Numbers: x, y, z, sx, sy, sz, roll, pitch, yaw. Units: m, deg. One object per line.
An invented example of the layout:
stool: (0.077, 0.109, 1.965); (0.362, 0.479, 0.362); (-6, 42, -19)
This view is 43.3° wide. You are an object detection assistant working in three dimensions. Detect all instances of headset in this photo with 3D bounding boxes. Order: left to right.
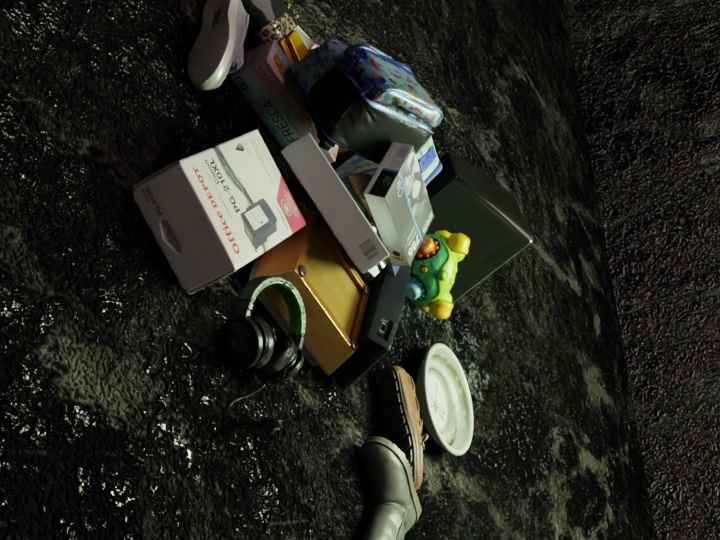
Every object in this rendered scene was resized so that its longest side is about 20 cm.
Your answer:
headset: (-0.114, 0.104, 1.146); (0.123, 0.093, 0.201); (38, 60, -48)

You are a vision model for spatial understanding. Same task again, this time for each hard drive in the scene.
hard drive: (0.013, 0.078, 1.379); (0.042, 0.135, 0.201); (35, 37, -13)

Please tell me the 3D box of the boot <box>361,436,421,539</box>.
boot: (0.022, 0.368, 1.318); (0.183, 0.072, 0.200); (63, 35, -17)

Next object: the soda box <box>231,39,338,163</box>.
soda box: (-0.109, -0.244, 1.374); (0.200, 0.068, 0.064); (54, 30, -35)

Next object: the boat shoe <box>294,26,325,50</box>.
boat shoe: (-0.073, -0.349, 1.498); (0.200, 0.069, 0.071); (55, 31, -30)

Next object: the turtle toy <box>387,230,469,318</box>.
turtle toy: (0.103, -0.005, 1.554); (0.100, 0.200, 0.147); (14, 92, -16)

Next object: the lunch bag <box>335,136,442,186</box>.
lunch bag: (0.046, -0.162, 1.528); (0.083, 0.160, 0.200); (69, 26, -16)

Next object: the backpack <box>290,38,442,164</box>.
backpack: (0.000, -0.258, 1.319); (0.182, 0.135, 0.201); (17, 35, -45)

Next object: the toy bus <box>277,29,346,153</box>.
toy bus: (-0.074, -0.285, 1.447); (0.065, 0.078, 0.201); (-65, 138, -53)

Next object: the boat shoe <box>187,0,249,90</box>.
boat shoe: (-0.191, -0.312, 1.265); (0.069, 0.072, 0.201); (48, 28, -42)

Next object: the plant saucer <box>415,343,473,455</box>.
plant saucer: (0.141, 0.233, 1.627); (0.200, 0.050, 0.201); (39, 44, -50)

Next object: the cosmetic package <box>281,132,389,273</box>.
cosmetic package: (-0.035, -0.092, 1.289); (0.201, 0.052, 0.151); (56, 2, -1)

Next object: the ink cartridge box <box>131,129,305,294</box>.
ink cartridge box: (-0.171, -0.078, 1.134); (0.145, 0.084, 0.200); (62, 28, -8)

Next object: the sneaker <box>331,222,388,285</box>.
sneaker: (0.000, 0.000, 1.486); (0.083, 0.072, 0.201); (-39, 121, -25)

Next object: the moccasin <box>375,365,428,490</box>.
moccasin: (0.069, 0.256, 1.460); (0.078, 0.073, 0.203); (24, 45, -47)

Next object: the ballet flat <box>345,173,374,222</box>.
ballet flat: (0.018, -0.116, 1.346); (0.071, 0.065, 0.200); (63, 1, 0)

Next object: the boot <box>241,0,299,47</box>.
boot: (-0.149, -0.443, 1.399); (0.151, 0.073, 0.200); (61, 29, -26)

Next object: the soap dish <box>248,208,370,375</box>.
soap dish: (-0.066, 0.025, 1.299); (0.200, 0.081, 0.158); (56, 31, -31)

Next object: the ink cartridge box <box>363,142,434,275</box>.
ink cartridge box: (0.063, -0.082, 1.320); (0.100, 0.039, 0.200); (-63, 152, -26)

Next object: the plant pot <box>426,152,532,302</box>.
plant pot: (0.176, -0.097, 1.691); (0.177, 0.200, 0.200); (45, 18, -22)
